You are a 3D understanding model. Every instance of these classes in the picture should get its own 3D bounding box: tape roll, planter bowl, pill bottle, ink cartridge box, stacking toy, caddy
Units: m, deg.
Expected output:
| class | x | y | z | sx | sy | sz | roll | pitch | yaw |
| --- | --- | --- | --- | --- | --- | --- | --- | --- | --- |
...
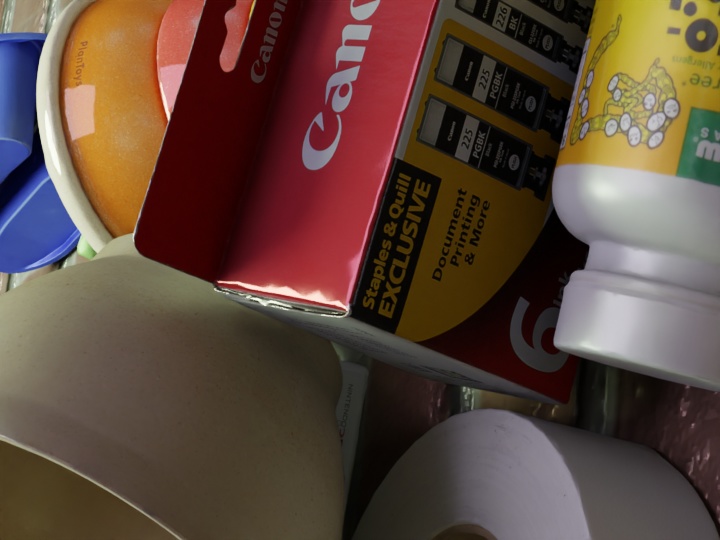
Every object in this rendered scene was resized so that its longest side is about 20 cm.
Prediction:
| class | x | y | z | sx | sy | sz | roll | pitch | yaw |
| --- | --- | --- | --- | --- | --- | --- | --- | --- | --- |
| tape roll | 0.061 | 0.161 | 0.878 | 0.202 | 0.070 | 0.204 | -36 | 46 | 49 |
| planter bowl | -0.088 | 0.071 | 0.888 | 0.200 | 0.200 | 0.135 | -26 | 29 | 54 |
| pill bottle | 0.134 | -0.059 | 0.813 | 0.113 | 0.112 | 0.201 | 8 | 83 | 61 |
| ink cartridge box | 0.025 | -0.069 | 0.844 | 0.084 | 0.175 | 0.201 | 9 | 80 | 47 |
| stacking toy | -0.031 | -0.080 | 0.971 | 0.199 | 0.146 | 0.147 | -16 | 59 | 30 |
| caddy | -0.239 | -0.085 | 1.467 | 0.200 | 0.141 | 0.106 | -40 | 46 | 45 |

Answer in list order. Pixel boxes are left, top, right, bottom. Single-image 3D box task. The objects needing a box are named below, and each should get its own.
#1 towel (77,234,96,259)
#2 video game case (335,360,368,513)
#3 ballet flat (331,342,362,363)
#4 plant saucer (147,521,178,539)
| class | x | y | z | sx | sy | sz | roll | pitch | yaw |
| --- | --- | --- | --- | --- | --- | --- | --- | --- | --- |
| towel | -0.074 | -0.096 | 1.175 | 0.031 | 0.149 | 0.201 | 27 | 101 | 36 |
| video game case | -0.032 | 0.143 | 1.026 | 0.200 | 0.023 | 0.183 | 125 | 156 | -79 |
| ballet flat | 0.000 | 0.000 | 0.994 | 0.200 | 0.068 | 0.073 | -46 | -22 | -62 |
| plant saucer | -0.117 | 0.113 | 1.023 | 0.200 | 0.039 | 0.202 | -17 | 64 | 39 |
